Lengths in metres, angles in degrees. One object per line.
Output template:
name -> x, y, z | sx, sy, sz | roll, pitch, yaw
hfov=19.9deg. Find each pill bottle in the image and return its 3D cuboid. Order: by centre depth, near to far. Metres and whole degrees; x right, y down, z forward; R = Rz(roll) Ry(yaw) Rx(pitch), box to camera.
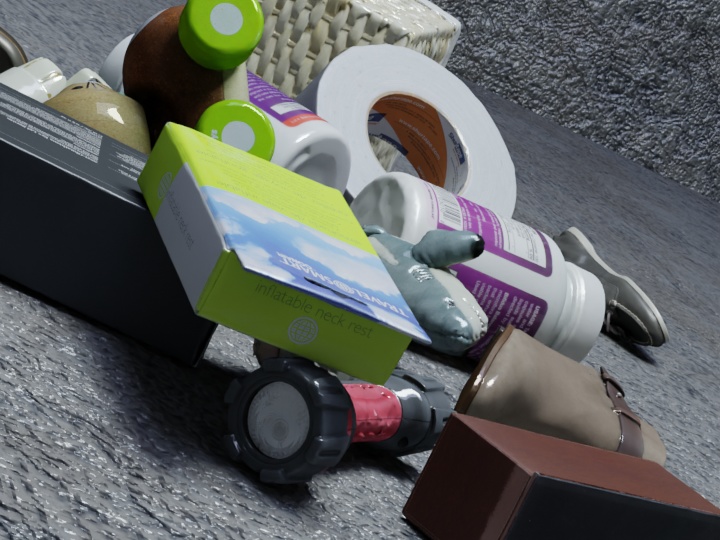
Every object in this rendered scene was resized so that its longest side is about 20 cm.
pill bottle -> 0.085, 0.009, 1.561 | 0.199, 0.113, 0.112 | 22, 13, -29
pill bottle -> -0.112, -0.106, 1.595 | 0.200, 0.112, 0.111 | 35, 13, 29

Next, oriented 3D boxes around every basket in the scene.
basket -> -0.047, -0.179, 1.871 | 0.197, 0.201, 0.161 | 30, 17, 10

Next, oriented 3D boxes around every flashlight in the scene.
flashlight -> -0.004, 0.082, 1.156 | 0.068, 0.068, 0.200 | 60, 21, 17

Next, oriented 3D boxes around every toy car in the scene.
toy car -> -0.174, -0.100, 1.376 | 0.198, 0.159, 0.164 | -2, -14, -17

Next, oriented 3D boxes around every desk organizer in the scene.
desk organizer -> 0.124, 0.143, 1.178 | 0.199, 0.072, 0.077 | 17, 13, -44

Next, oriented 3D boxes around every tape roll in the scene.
tape roll -> 0.031, -0.086, 1.692 | 0.199, 0.066, 0.202 | 20, 52, -27

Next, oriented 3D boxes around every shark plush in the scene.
shark plush -> 0.000, 0.000, 1.410 | 0.199, 0.091, 0.083 | 28, 32, 15

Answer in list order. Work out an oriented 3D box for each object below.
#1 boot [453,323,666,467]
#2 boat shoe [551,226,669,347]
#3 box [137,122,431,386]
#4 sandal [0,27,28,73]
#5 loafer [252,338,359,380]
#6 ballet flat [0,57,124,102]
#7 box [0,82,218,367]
boot -> 0.143, 0.102, 1.414 | 0.146, 0.070, 0.200 | 36, 18, 2
boat shoe -> 0.231, 0.027, 1.998 | 0.200, 0.057, 0.067 | 50, -11, 53
box -> -0.046, -0.008, 1.135 | 0.121, 0.048, 0.200 | 22, 18, -25
sandal -> -0.340, -0.176, 1.513 | 0.199, 0.082, 0.055 | 33, 32, -14
loafer -> -0.034, 0.047, 1.263 | 0.062, 0.072, 0.200 | 14, 0, 18
ballet flat -> -0.226, -0.119, 1.490 | 0.067, 0.071, 0.200 | 34, 13, 26
box -> -0.171, -0.035, 1.237 | 0.199, 0.079, 0.141 | 26, 10, -11
